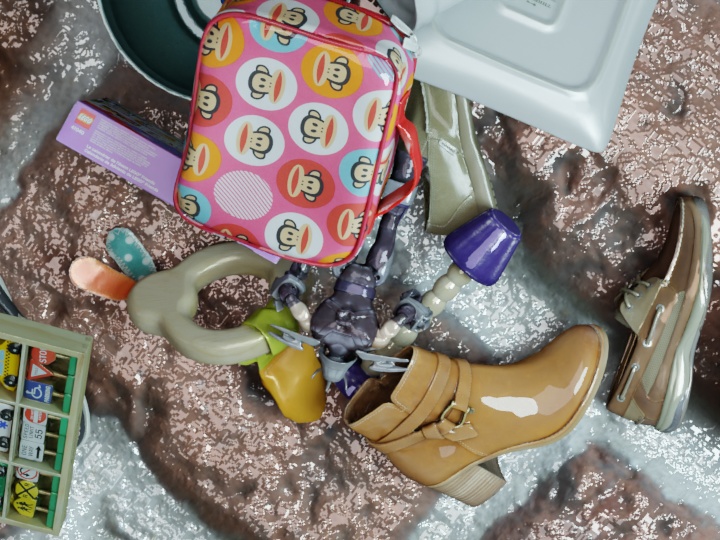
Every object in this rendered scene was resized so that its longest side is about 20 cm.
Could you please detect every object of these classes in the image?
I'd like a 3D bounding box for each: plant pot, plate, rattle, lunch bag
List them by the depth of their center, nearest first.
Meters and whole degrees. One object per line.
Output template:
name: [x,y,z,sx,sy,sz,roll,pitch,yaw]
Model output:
lunch bag: [-0.038,-0.102,1.369,0.176,0.082,0.200,18,125,2]
plant pot: [-0.104,-0.233,1.503,0.200,0.134,0.200,0,95,1]
plate: [0.138,-0.219,1.509,0.200,0.032,0.200,22,69,-1]
rattle: [-0.134,0.046,1.586,0.200,0.143,0.130,2,63,16]

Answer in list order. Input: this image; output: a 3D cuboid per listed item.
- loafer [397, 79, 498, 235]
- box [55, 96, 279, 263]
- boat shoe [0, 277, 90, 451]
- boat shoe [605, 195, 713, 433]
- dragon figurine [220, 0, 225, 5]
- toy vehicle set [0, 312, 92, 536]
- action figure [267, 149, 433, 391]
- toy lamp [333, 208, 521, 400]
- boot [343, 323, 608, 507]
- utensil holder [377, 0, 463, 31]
loafer: [0.060,-0.117,1.540,0.067,0.076,0.200,-18,95,-3]
box: [-0.141,-0.076,1.519,0.200,0.137,0.039,30,96,-1]
boat shoe: [-0.297,0.072,1.576,0.074,0.060,0.200,-28,95,3]
boat shoe: [0.248,0.034,1.554,0.072,0.076,0.200,10,94,2]
dragon figurine: [-0.070,-0.206,1.408,0.099,0.059,0.200,-34,93,5]
toy vehicle set: [-0.297,0.125,1.555,0.124,0.027,0.200,13,123,0]
action figure: [0.000,0.000,1.483,0.130,0.069,0.200,14,92,-7]
toy lamp: [0.055,0.030,1.542,0.058,0.058,0.200,41,108,-3]
boot: [0.096,0.095,1.534,0.155,0.074,0.200,35,100,-30]
utensil holder: [0.088,-0.302,1.425,0.200,0.170,0.170,-28,95,-9]
